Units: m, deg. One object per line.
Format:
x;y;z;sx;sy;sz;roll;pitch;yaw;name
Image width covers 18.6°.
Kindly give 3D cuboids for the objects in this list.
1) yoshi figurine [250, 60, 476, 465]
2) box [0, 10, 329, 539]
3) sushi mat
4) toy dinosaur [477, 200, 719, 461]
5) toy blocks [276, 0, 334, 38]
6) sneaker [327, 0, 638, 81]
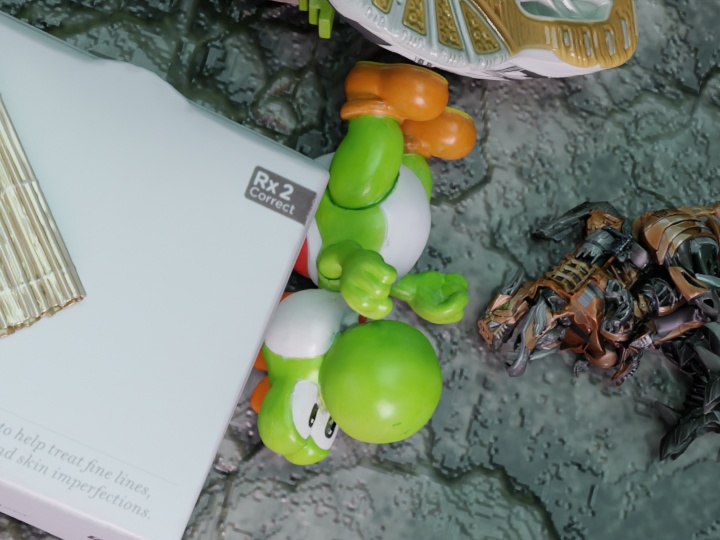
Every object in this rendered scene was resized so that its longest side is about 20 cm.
0.015;0.004;1.096;0.112;0.112;0.201;21;77;-18;yoshi figurine
-0.149;0.009;1.032;0.198;0.131;0.201;25;74;-10;box
-0.200;-0.060;0.955;0.095;0.012;0.201;-23;86;-18;sushi mat
0.165;0.013;1.148;0.199;0.102;0.136;-29;71;2;toy dinosaur
-0.066;-0.222;1.126;0.136;0.100;0.201;9;76;1;toy blocks
0.047;-0.126;1.115;0.199;0.087;0.076;9;77;-39;sneaker
